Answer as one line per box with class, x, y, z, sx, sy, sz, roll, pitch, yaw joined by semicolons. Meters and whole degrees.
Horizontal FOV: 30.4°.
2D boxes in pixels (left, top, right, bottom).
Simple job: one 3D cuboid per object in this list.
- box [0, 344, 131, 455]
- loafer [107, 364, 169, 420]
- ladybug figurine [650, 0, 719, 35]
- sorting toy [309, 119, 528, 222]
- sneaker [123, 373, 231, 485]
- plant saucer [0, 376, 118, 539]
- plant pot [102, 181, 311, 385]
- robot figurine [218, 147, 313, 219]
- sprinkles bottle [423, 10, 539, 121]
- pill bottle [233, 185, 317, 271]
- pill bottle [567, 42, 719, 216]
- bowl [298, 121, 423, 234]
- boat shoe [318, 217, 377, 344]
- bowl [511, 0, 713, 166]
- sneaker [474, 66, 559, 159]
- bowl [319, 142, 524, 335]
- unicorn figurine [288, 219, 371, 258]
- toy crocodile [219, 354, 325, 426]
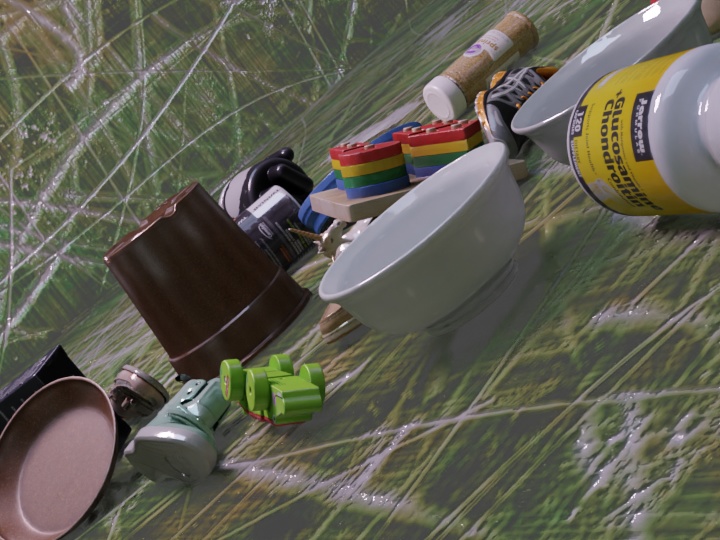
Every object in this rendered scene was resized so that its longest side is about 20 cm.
box;-0.407;0.217;1.622;0.199;0.148;0.104;-35;12;14
loafer;-0.292;0.166;1.687;0.063;0.072;0.200;-55;9;-16
ladybug figurine;0.362;-0.302;1.397;0.135;0.072;0.200;-38;11;8
sorting toy;0.053;-0.116;1.445;0.198;0.070;0.199;-15;10;-12
sneaker;-0.165;0.146;1.306;0.118;0.074;0.200;-50;12;-22
plant saucer;-0.339;0.219;1.487;0.199;0.037;0.202;-19;55;29
plant pot;-0.196;0.013;1.620;0.200;0.199;0.200;-36;11;8
robot figurine;-0.155;-0.114;2.158;0.150;0.126;0.199;-30;6;-30
sprinkles bottle;0.183;-0.308;1.994;0.200;0.068;0.068;-43;12;-21
pill bottle;-0.161;-0.019;1.862;0.200;0.107;0.106;-41;12;-10
pill bottle;0.231;-0.095;0.913;0.112;0.112;0.200;-41;11;-12
bowl;0.010;-0.114;1.710;0.200;0.040;0.201;-36;-9;-7
boat shoe;0.000;0.000;1.376;0.073;0.069;0.200;-30;15;38
bowl;0.237;-0.151;1.163;0.200;0.091;0.201;-38;11;9
sneaker;0.185;-0.189;1.527;0.077;0.079;0.201;-13;28;23
bowl;0.068;-0.010;1.114;0.200;0.091;0.201;-37;12;9
unicorn figurine;0.023;-0.070;1.606;0.137;0.074;0.200;-34;-4;25
toy crocodile;-0.081;0.115;1.223;0.067;0.063;0.200;-5;4;-22
